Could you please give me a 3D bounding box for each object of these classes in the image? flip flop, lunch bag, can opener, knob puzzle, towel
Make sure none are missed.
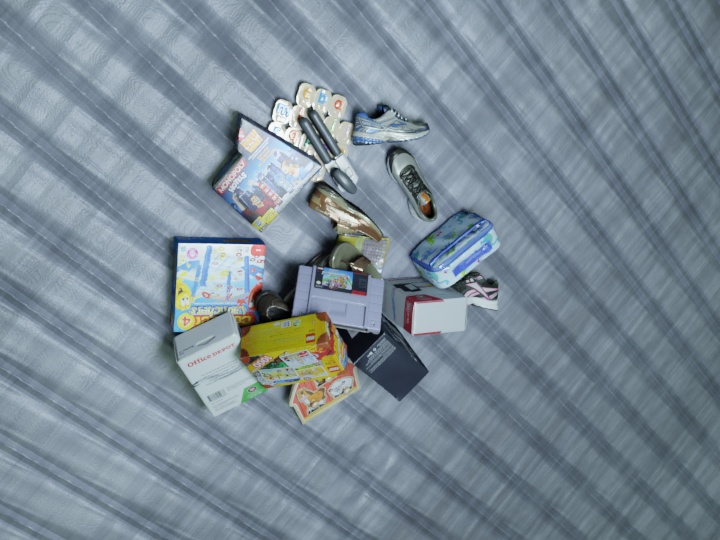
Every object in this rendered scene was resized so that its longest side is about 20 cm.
[{"bbox_3d":[0.000,0.000,1.696,0.199,0.057,0.082,41,69,-41],"label":"flip flop"},{"bbox_3d":[0.230,-0.052,1.777,0.198,0.161,0.083,-37,118,-7],"label":"lunch bag"},{"bbox_3d":[-0.062,-0.257,1.620,0.053,0.067,0.202,-37,119,-7],"label":"can opener"},{"bbox_3d":[-0.086,0.278,1.779,0.216,0.031,0.223,-21,135,-21],"label":"knob puzzle"},{"bbox_3d":[-0.009,0.010,1.771,0.141,0.023,0.205,8,103,-26],"label":"towel"}]

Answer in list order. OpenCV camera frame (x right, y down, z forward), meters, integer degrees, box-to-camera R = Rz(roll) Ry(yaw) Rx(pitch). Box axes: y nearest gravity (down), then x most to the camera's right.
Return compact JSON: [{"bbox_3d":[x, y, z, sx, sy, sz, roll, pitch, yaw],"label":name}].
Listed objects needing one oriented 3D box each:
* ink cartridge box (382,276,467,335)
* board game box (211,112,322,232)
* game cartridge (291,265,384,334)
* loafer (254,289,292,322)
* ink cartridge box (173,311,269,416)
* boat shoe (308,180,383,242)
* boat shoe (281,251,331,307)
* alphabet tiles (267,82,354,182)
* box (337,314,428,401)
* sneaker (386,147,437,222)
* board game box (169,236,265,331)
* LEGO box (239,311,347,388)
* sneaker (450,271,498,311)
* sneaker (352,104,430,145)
[{"bbox_3d":[0.145,0.080,1.762,0.142,0.200,0.085,-4,106,-22],"label":"ink cartridge box"},{"bbox_3d":[-0.219,-0.224,1.574,0.200,0.062,0.200,-45,115,5],"label":"board game box"},{"bbox_3d":[-0.048,0.061,1.615,0.195,0.039,0.133,10,65,-6],"label":"game cartridge"},{"bbox_3d":[-0.153,0.125,1.634,0.199,0.072,0.073,36,99,-27],"label":"loafer"},{"bbox_3d":[-0.308,0.208,1.631,0.144,0.084,0.202,-24,132,-5],"label":"ink cartridge box"},{"bbox_3d":[-0.037,-0.122,1.694,0.198,0.076,0.074,36,97,-21],"label":"boat shoe"},{"bbox_3d":[-0.121,0.036,1.703,0.199,0.073,0.075,-42,122,-12],"label":"boat shoe"},{"bbox_3d":[-0.110,-0.303,1.629,0.196,0.015,0.200,13,103,-26],"label":"alphabet tiles"},{"bbox_3d":[0.039,0.174,1.730,0.104,0.201,0.182,-43,126,5],"label":"box"},{"bbox_3d":[0.130,-0.201,1.733,0.073,0.079,0.202,-35,116,-7],"label":"sneaker"},{"bbox_3d":[-0.315,0.030,1.624,0.195,0.056,0.201,0,107,-23],"label":"board game box"},{"bbox_3d":[-0.142,0.175,1.588,0.195,0.079,0.150,-12,143,12],"label":"LEGO box"},{"bbox_3d":[0.275,0.043,1.888,0.197,0.080,0.089,12,90,-34],"label":"sneaker"},{"bbox_3d":[0.072,-0.333,1.667,0.196,0.077,0.088,-9,100,-27],"label":"sneaker"}]
